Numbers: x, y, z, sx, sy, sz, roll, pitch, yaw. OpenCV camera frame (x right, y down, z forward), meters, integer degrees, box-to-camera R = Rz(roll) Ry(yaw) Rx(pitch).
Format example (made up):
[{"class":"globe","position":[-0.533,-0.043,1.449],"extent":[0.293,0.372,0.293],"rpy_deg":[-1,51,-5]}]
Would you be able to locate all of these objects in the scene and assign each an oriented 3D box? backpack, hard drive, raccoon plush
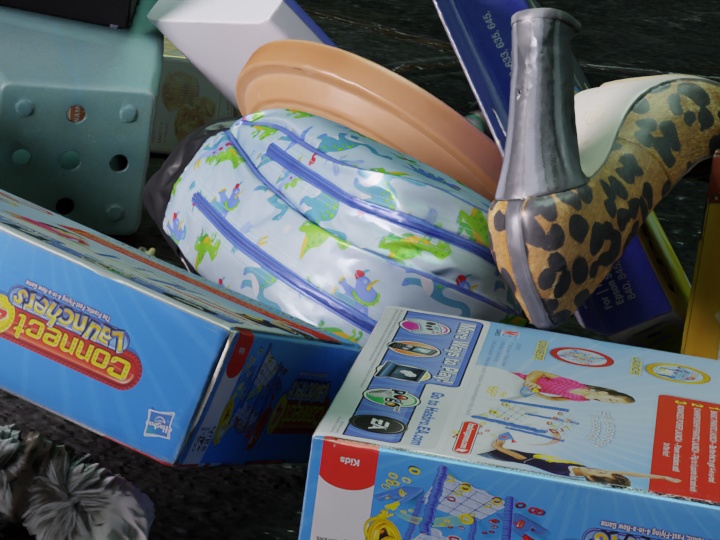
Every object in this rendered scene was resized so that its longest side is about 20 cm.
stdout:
[{"class":"backpack","position":[0.000,0.000,1.175],"extent":[0.163,0.154,0.200],"rpy_deg":[30,19,-24]},{"class":"hard drive","position":[-0.021,-0.087,1.417],"extent":[0.200,0.025,0.132],"rpy_deg":[45,-19,-30]},{"class":"raccoon plush","position":[-0.190,0.077,0.937],"extent":[0.200,0.097,0.134],"rpy_deg":[29,-3,-17]}]

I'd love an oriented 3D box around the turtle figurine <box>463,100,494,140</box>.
[{"class":"turtle figurine","position":[0.093,-0.066,1.484],"extent":[0.200,0.101,0.150],"rpy_deg":[0,-30,48]}]

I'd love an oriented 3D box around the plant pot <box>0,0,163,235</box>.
[{"class":"plant pot","position":[-0.190,-0.102,1.460],"extent":[0.141,0.142,0.200],"rpy_deg":[3,23,-17]}]

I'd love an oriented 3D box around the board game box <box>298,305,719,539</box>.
[{"class":"board game box","position":[0.088,0.079,0.971],"extent":[0.195,0.056,0.200],"rpy_deg":[10,14,7]}]

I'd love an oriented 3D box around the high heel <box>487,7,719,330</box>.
[{"class":"high heel","position":[0.127,-0.024,1.138],"extent":[0.071,0.143,0.200],"rpy_deg":[-10,-20,39]}]

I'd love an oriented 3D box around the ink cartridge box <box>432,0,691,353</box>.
[{"class":"ink cartridge box","position":[0.108,-0.053,1.231],"extent":[0.047,0.198,0.200],"rpy_deg":[-26,-14,9]}]

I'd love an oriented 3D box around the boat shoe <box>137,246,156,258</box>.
[{"class":"boat shoe","position":[-0.122,0.018,1.160],"extent":[0.202,0.060,0.072],"rpy_deg":[20,31,40]}]

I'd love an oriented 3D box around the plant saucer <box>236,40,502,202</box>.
[{"class":"plant saucer","position":[0.016,-0.048,1.330],"extent":[0.200,0.032,0.200],"rpy_deg":[30,-19,11]}]

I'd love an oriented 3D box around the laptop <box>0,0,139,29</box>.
[{"class":"laptop","position":[-0.207,-0.207,1.399],"extent":[0.177,0.103,0.200],"rpy_deg":[12,27,-3]}]

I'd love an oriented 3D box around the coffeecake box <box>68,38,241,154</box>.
[{"class":"coffeecake box","position":[-0.143,-0.132,1.714],"extent":[0.200,0.073,0.154],"rpy_deg":[5,16,-7]}]

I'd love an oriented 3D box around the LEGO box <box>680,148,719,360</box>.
[{"class":"LEGO box","position":[0.251,0.035,1.122],"extent":[0.200,0.149,0.077],"rpy_deg":[19,18,35]}]

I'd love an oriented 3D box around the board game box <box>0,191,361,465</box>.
[{"class":"board game box","position":[-0.120,0.016,1.002],"extent":[0.200,0.056,0.196],"rpy_deg":[23,2,15]}]
